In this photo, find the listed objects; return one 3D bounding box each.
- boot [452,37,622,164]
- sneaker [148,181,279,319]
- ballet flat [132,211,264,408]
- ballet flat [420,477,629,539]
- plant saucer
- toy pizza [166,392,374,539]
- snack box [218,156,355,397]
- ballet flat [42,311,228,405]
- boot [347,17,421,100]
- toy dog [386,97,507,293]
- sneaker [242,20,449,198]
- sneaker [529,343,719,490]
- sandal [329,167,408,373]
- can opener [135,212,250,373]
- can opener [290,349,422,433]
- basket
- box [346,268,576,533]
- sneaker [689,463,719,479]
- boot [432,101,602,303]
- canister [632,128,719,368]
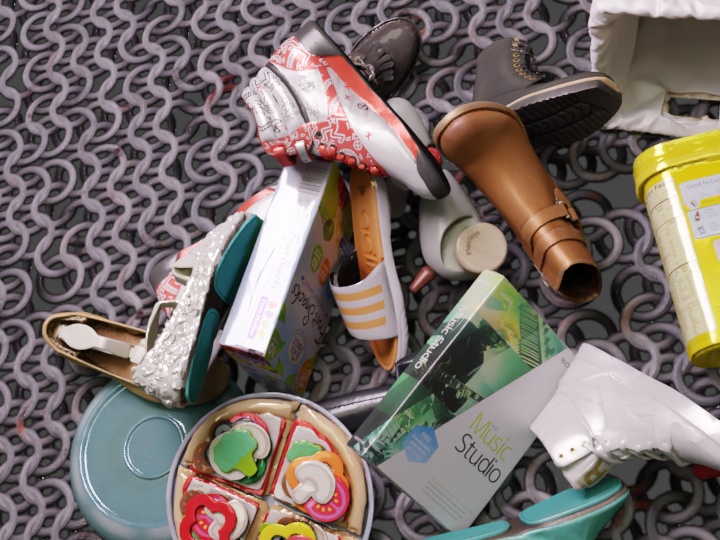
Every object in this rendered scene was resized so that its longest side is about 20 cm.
[{"bbox_3d":[0.171,-0.191,1.068,0.200,0.077,0.139,-16,54,47],"label":"boot"},{"bbox_3d":[-0.111,-0.002,1.106,0.201,0.067,0.108,-33,65,2],"label":"sneaker"},{"bbox_3d":[-0.150,0.025,0.970,0.072,0.072,0.200,11,63,18],"label":"ballet flat"},{"bbox_3d":[0.145,0.243,0.942,0.200,0.067,0.071,-18,92,-2],"label":"ballet flat"},{"bbox_3d":[-0.201,0.177,1.073,0.200,0.027,0.200,-5,66,11],"label":"plant saucer"},{"bbox_3d":[-0.087,0.213,0.996,0.200,0.032,0.201,-1,84,11],"label":"toy pizza"},{"bbox_3d":[-0.061,0.007,1.046,0.053,0.142,0.200,13,71,18],"label":"snack box"},{"bbox_3d":[-0.228,0.086,1.068,0.200,0.063,0.069,13,78,19],"label":"ballet flat"},{"bbox_3d":[-0.003,-0.187,1.095,0.069,0.174,0.200,44,89,-6],"label":"boot"},{"bbox_3d":[0.056,-0.058,1.047,0.096,0.132,0.200,-30,64,-8],"label":"toy dog"},{"bbox_3d":[-0.018,-0.115,0.970,0.108,0.067,0.201,-41,82,9],"label":"sneaker"},{"bbox_3d":[0.230,0.149,0.911,0.116,0.074,0.200,-53,35,-5],"label":"sneaker"},{"bbox_3d":[-0.003,-0.001,1.031,0.059,0.079,0.207,-12,98,-22],"label":"sandal"},{"bbox_3d":[-0.140,0.033,1.031,0.053,0.066,0.200,28,71,5],"label":"can opener"},{"bbox_3d":[0.024,0.124,1.025,0.200,0.063,0.079,-18,91,17],"label":"can opener"},{"bbox_3d":[0.328,-0.242,1.027,0.198,0.200,0.161,8,67,16],"label":"basket"},{"bbox_3d":[0.099,0.120,0.963,0.200,0.144,0.036,-52,30,-11],"label":"box"},{"bbox_3d":[0.381,0.166,0.910,0.200,0.077,0.085,-8,76,14],"label":"sneaker"},{"bbox_3d":[0.149,-0.057,0.993,0.077,0.200,0.155,-31,55,14],"label":"boot"},{"bbox_3d":[0.346,-0.023,0.991,0.148,0.087,0.200,-13,66,9],"label":"canister"}]
